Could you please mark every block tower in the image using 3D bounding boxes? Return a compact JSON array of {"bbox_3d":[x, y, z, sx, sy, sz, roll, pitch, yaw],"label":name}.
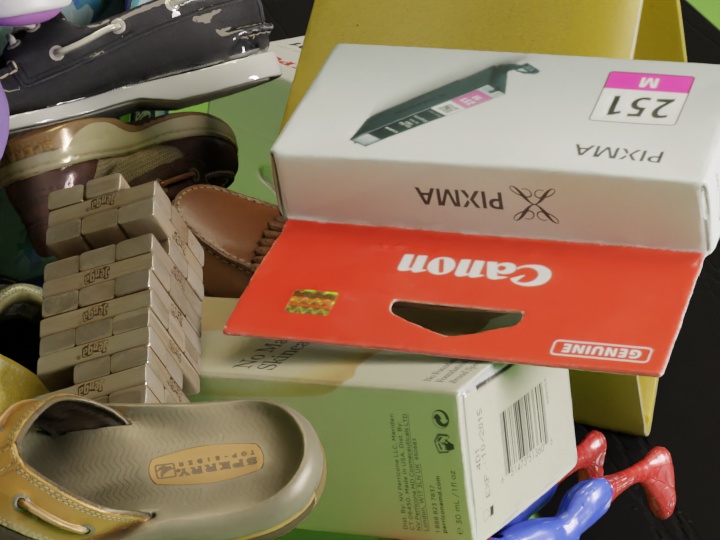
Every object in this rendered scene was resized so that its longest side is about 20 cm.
[{"bbox_3d":[-0.100,0.051,1.183,0.054,0.058,0.201,-16,49,16],"label":"block tower"}]

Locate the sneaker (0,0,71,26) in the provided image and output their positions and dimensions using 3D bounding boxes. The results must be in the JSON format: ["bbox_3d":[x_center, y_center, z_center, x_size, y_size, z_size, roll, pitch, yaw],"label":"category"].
[{"bbox_3d":[-0.203,-0.189,1.400,0.075,0.100,0.199,-18,30,-37],"label":"sneaker"}]

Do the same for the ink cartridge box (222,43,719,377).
[{"bbox_3d":[0.055,-0.031,1.233,0.199,0.044,0.174,5,36,19],"label":"ink cartridge box"}]

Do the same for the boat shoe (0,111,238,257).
[{"bbox_3d":[-0.112,-0.034,1.404,0.072,0.072,0.200,-19,-5,19],"label":"boat shoe"}]

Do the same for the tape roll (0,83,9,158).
[{"bbox_3d":[-0.266,-0.074,1.302,0.199,0.085,0.201,-10,39,9],"label":"tape roll"}]

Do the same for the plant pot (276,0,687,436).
[{"bbox_3d":[0.062,-0.056,1.433,0.175,0.201,0.201,2,53,14],"label":"plant pot"}]

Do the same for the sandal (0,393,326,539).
[{"bbox_3d":[-0.110,0.079,1.078,0.199,0.054,0.081,-11,55,-9],"label":"sandal"}]

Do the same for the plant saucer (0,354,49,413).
[{"bbox_3d":[-0.237,0.075,1.157,0.198,0.049,0.200,12,35,8],"label":"plant saucer"}]

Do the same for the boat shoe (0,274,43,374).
[{"bbox_3d":[-0.156,0.038,1.335,0.071,0.066,0.201,5,21,-15],"label":"boat shoe"}]

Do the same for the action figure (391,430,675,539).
[{"bbox_3d":[0.055,0.122,1.220,0.065,0.052,0.199,18,26,40],"label":"action figure"}]

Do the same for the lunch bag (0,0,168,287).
[{"bbox_3d":[-0.175,-0.086,1.509,0.127,0.171,0.199,24,27,36],"label":"lunch bag"}]

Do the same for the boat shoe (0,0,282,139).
[{"bbox_3d":[-0.139,-0.099,1.394,0.199,0.061,0.074,-15,-2,-7],"label":"boat shoe"}]

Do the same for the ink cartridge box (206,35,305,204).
[{"bbox_3d":[0.022,-0.087,1.728,0.146,0.086,0.199,22,22,34],"label":"ink cartridge box"}]

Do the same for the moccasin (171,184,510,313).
[{"bbox_3d":[-0.001,0.001,1.313,0.201,0.078,0.074,25,40,26],"label":"moccasin"}]

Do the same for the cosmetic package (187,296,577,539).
[{"bbox_3d":[-0.017,0.062,1.246,0.199,0.072,0.105,2,19,29],"label":"cosmetic package"}]
